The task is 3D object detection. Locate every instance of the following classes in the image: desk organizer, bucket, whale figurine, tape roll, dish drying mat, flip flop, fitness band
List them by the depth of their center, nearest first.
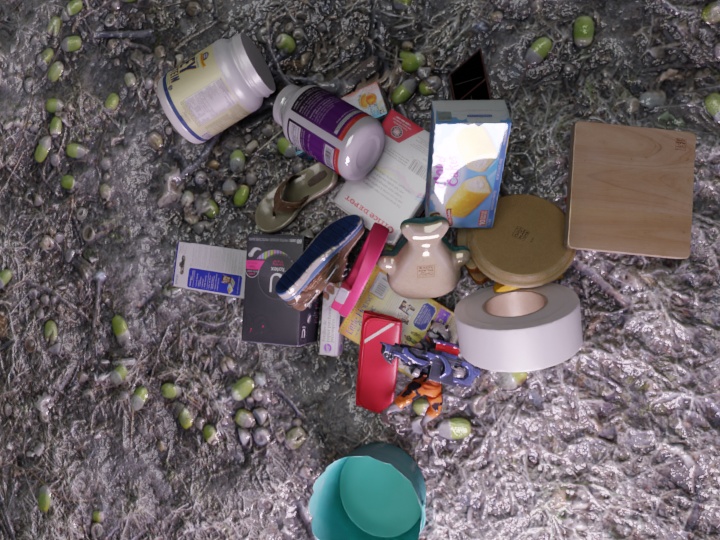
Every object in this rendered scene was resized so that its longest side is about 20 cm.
[{"bbox_3d":[0.252,0.085,0.920,0.198,0.203,0.072,-8,107,15],"label":"tape roll"},{"bbox_3d":[0.104,-0.036,0.948,0.155,0.201,0.106,-5,56,5],"label":"whale figurine"},{"bbox_3d":[0.000,0.000,0.985,0.037,0.200,0.145,28,65,-1],"label":"fitness band"},{"bbox_3d":[0.199,-0.275,0.990,0.070,0.077,0.204,-12,67,15],"label":"desk organizer"},{"bbox_3d":[0.023,0.413,1.010,0.203,0.135,0.212,-1,87,17],"label":"bucket"},{"bbox_3d":[0.031,0.172,1.036,0.075,0.018,0.204,11,115,14],"label":"dish drying mat"},{"bbox_3d":[-0.131,-0.150,1.118,0.198,0.057,0.082,-32,80,12],"label":"flip flop"}]

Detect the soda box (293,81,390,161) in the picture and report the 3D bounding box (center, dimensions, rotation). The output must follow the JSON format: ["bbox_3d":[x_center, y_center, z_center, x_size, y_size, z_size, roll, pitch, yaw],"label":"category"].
[{"bbox_3d":[-0.038,-0.283,1.095,0.197,0.063,0.070,-21,82,15],"label":"soda box"}]

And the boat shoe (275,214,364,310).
[{"bbox_3d":[-0.061,-0.014,1.013,0.200,0.073,0.072,-43,37,-4],"label":"boat shoe"}]

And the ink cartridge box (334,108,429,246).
[{"bbox_3d":[0.067,-0.166,1.048,0.147,0.085,0.202,36,99,14],"label":"ink cartridge box"}]

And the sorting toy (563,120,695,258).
[{"bbox_3d":[0.428,-0.126,0.932,0.195,0.070,0.204,5,86,-1],"label":"sorting toy"}]

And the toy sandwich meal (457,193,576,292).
[{"bbox_3d":[0.268,-0.042,0.981,0.200,0.071,0.209,-5,59,8],"label":"toy sandwich meal"}]

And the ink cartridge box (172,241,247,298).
[{"bbox_3d":[-0.290,0.000,1.170,0.196,0.037,0.097,8,91,14],"label":"ink cartridge box"}]

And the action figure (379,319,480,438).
[{"bbox_3d":[0.094,0.174,0.983,0.197,0.104,0.196,26,91,-20],"label":"action figure"}]

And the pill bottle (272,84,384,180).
[{"bbox_3d":[-0.060,-0.250,1.001,0.199,0.112,0.114,36,97,24],"label":"pill bottle"}]

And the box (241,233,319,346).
[{"bbox_3d":[-0.148,0.037,1.091,0.120,0.106,0.205,2,89,16],"label":"box"}]

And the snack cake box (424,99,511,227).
[{"bbox_3d":[0.163,-0.164,0.905,0.112,0.202,0.068,-1,46,2],"label":"snack cake box"}]

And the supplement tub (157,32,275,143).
[{"bbox_3d":[-0.282,-0.361,1.126,0.197,0.145,0.147,-27,81,13],"label":"supplement tub"}]

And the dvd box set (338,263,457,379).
[{"bbox_3d":[0.076,0.101,1.045,0.198,0.029,0.148,31,96,5],"label":"dvd box set"}]

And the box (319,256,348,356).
[{"bbox_3d":[-0.050,0.060,1.096,0.038,0.041,0.205,3,88,15],"label":"box"}]
